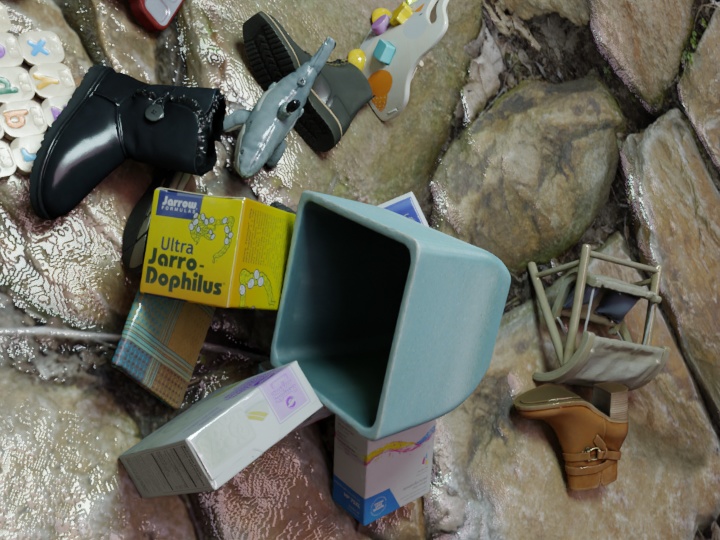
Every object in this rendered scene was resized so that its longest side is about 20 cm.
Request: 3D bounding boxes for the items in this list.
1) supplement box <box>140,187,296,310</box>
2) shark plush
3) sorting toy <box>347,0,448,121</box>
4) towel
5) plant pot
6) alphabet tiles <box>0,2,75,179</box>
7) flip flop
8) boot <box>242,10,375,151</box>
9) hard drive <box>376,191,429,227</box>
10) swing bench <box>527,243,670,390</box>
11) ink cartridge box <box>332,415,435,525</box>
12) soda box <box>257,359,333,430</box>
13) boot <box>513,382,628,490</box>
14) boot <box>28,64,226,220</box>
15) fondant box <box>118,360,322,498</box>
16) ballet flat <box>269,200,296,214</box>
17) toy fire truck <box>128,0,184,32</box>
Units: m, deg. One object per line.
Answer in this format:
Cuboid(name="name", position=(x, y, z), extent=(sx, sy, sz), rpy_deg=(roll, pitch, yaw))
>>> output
Cuboid(name="supplement box", position=(-0.135, -0.017, 0.888), extent=(0.200, 0.107, 0.112), rpy_deg=(12, 86, -69))
Cuboid(name="shark plush", position=(-0.089, -0.200, 1.023), extent=(0.199, 0.083, 0.091), rpy_deg=(-41, 110, -1))
Cuboid(name="sorting toy", position=(0.086, -0.351, 1.173), extent=(0.106, 0.179, 0.202), rpy_deg=(38, 58, -20))
Cuboid(name="towel", position=(-0.205, 0.037, 0.901), extent=(0.147, 0.021, 0.203), rpy_deg=(61, 41, -58))
Cuboid(name="plant pot", position=(0.049, 0.039, 0.861), extent=(0.198, 0.195, 0.200), rpy_deg=(1, 107, -40))
Cuboid(name="alphabet tiles", position=(-0.407, -0.198, 0.880), extent=(0.194, 0.015, 0.203), rpy_deg=(-20, 89, -40))
Cuboid(name="flip flop", position=(-0.221, -0.083, 0.951), extent=(0.057, 0.080, 0.203), rpy_deg=(38, 52, -37))
Cuboid(name="boot", position=(-0.068, -0.284, 1.120), extent=(0.139, 0.077, 0.202), rpy_deg=(-51, 120, -38))
Cuboid(name="hard drive", position=(0.000, 0.000, 0.992), extent=(0.133, 0.197, 0.025), rpy_deg=(61, 19, -23))
Cuboid(name="swing bench", position=(0.384, 0.085, 1.291), extent=(0.196, 0.129, 0.204), rpy_deg=(10, 71, -33))
Cuboid(name="ink cartridge box", position=(0.031, 0.192, 0.988), extent=(0.115, 0.067, 0.204), rpy_deg=(-15, 118, -37))
Cuboid(name="soda box", position=(-0.032, 0.129, 1.004), extent=(0.198, 0.064, 0.068), rpy_deg=(-16, 42, -37))
Cuboid(name="boot", position=(0.320, 0.257, 1.234), extent=(0.197, 0.077, 0.158), rpy_deg=(-2, 102, -24))
Cuboid(name="boot", position=(-0.248, -0.131, 0.884), extent=(0.165, 0.077, 0.203), rpy_deg=(14, 64, 9))
Cuboid(name="fondant box", position=(-0.150, 0.169, 0.841), extent=(0.144, 0.199, 0.059), rpy_deg=(-33, 96, -37))
Cuboid(name="ballet flat", position=(-0.030, -0.050, 1.028), extent=(0.196, 0.067, 0.058), rpy_deg=(10, 70, 2))
Cuboid(name="toy fire truck", position=(-0.261, -0.424, 1.008), extent=(0.168, 0.111, 0.202), rpy_deg=(51, 51, -42))
